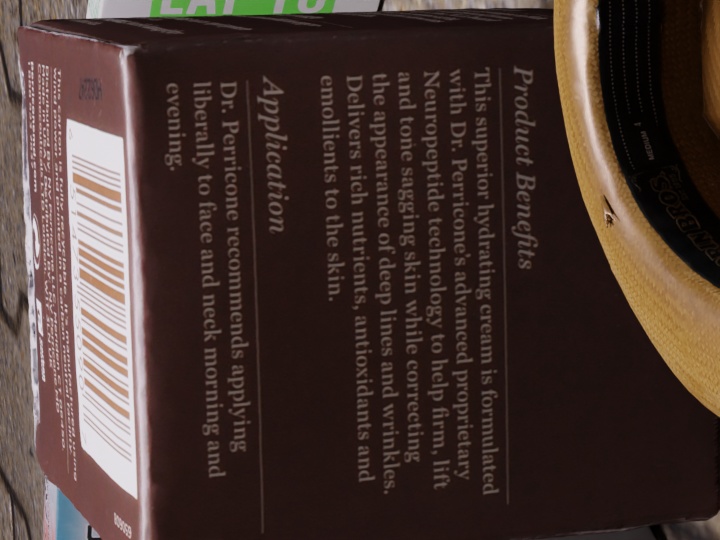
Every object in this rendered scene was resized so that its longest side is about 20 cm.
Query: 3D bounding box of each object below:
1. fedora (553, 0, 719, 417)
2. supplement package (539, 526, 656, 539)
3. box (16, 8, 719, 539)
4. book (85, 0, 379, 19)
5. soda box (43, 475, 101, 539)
[{"bbox_3d":[0.120,-0.055,0.516,0.200,0.081,0.202,172,90,-67],"label":"fedora"},{"bbox_3d":[0.029,0.198,0.770,0.111,0.155,0.201,-114,25,-47],"label":"supplement package"},{"bbox_3d":[-0.002,-0.003,0.734,0.164,0.198,0.167,-159,67,-69],"label":"box"},{"bbox_3d":[-0.066,-0.111,1.031,0.201,0.133,0.048,107,152,-51],"label":"book"},{"bbox_3d":[-0.128,0.092,1.122,0.064,0.068,0.201,-118,30,-62],"label":"soda box"}]
